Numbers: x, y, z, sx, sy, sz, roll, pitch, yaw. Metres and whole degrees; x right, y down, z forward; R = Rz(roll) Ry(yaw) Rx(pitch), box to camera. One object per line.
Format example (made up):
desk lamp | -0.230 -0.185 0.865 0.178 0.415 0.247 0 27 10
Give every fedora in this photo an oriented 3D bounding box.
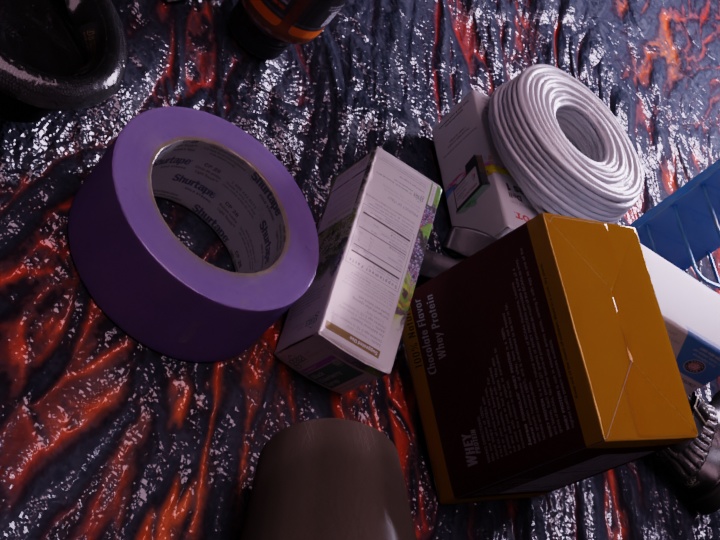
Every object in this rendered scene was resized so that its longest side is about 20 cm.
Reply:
fedora | -0.291 -0.195 0.973 0.199 0.092 0.203 26 42 -26

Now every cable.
cable | 0.227 -0.137 1.314 0.200 0.069 0.200 48 37 -1

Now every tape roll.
tape roll | -0.137 -0.031 0.990 0.198 0.085 0.202 26 44 -27

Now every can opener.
can opener | 0.055 -0.012 1.188 0.197 0.063 0.080 13 75 -25

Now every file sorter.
file sorter | 0.439 -0.024 1.460 0.137 0.200 0.124 17 49 -34

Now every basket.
basket | -0.020 0.221 0.851 0.178 0.136 0.202 22 40 -22

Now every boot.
boot | 0.374 0.154 1.336 0.158 0.079 0.211 47 38 -2

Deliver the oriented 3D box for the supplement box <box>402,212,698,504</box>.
supplement box | 0.159 0.085 1.061 0.131 0.199 0.200 5 64 -40

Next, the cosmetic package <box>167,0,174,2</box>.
cosmetic package | -0.150 -0.362 1.266 0.108 0.085 0.199 54 38 9

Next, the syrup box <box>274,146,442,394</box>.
syrup box | 0.000 0.000 1.059 0.081 0.078 0.202 29 58 -22

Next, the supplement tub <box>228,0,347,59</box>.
supplement tub | -0.056 -0.308 1.215 0.106 0.200 0.108 27 41 -26

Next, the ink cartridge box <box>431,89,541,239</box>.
ink cartridge box | 0.172 -0.084 1.341 0.143 0.084 0.202 18 47 -33

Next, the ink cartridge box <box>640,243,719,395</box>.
ink cartridge box | 0.249 0.080 1.179 0.144 0.200 0.085 27 43 -24
